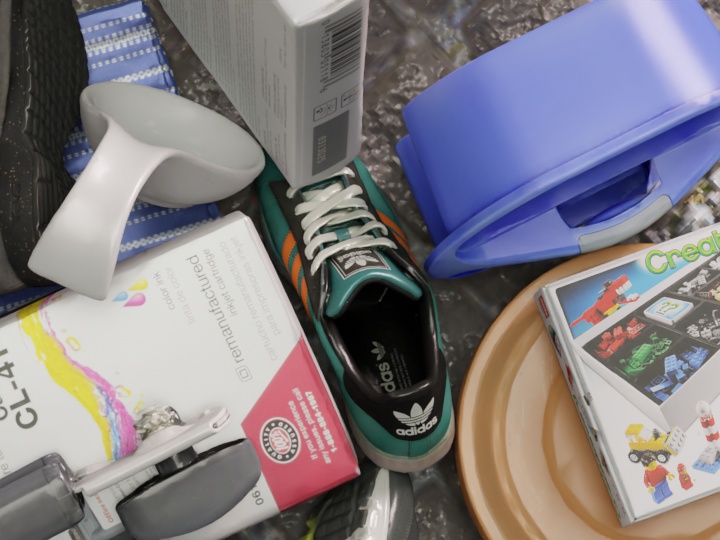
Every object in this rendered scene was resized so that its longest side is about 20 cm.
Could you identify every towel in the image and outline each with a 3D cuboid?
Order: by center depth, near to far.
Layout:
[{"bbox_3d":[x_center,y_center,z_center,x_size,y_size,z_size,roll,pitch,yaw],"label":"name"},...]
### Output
[{"bbox_3d":[-0.148,-0.031,1.517,0.145,0.024,0.200,-18,81,-5],"label":"towel"}]

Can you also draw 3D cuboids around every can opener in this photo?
[{"bbox_3d":[-0.145,0.118,1.380,0.200,0.053,0.067,-23,96,-3],"label":"can opener"}]

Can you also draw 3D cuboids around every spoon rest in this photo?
[{"bbox_3d":[-0.105,-0.052,1.423,0.099,0.200,0.061,24,116,2],"label":"spoon rest"}]

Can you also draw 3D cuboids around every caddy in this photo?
[{"bbox_3d":[0.112,-0.062,1.479,0.200,0.141,0.105,-26,78,-8],"label":"caddy"}]

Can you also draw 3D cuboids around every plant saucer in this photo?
[{"bbox_3d":[0.148,0.084,1.477,0.200,0.032,0.201,1,80,-4],"label":"plant saucer"}]

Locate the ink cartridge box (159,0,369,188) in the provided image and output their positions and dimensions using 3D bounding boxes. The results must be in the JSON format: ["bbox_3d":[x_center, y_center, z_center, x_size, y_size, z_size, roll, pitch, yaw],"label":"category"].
[{"bbox_3d":[-0.066,-0.159,1.452,0.050,0.162,0.200,-27,66,-15],"label":"ink cartridge box"}]

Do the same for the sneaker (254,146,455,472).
[{"bbox_3d":[0.000,0.000,1.473,0.071,0.080,0.200,-20,65,-10],"label":"sneaker"}]

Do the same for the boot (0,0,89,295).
[{"bbox_3d":[-0.211,-0.069,1.474,0.132,0.070,0.200,-13,56,19],"label":"boot"}]

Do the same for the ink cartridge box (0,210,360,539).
[{"bbox_3d":[-0.119,0.075,1.449,0.200,0.086,0.148,-25,94,-5],"label":"ink cartridge box"}]

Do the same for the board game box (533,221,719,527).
[{"bbox_3d":[0.202,0.035,1.456,0.200,0.035,0.126,-19,83,-8],"label":"board game box"}]

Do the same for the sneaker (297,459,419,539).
[{"bbox_3d":[0.011,0.196,1.472,0.085,0.074,0.200,15,73,-28],"label":"sneaker"}]
